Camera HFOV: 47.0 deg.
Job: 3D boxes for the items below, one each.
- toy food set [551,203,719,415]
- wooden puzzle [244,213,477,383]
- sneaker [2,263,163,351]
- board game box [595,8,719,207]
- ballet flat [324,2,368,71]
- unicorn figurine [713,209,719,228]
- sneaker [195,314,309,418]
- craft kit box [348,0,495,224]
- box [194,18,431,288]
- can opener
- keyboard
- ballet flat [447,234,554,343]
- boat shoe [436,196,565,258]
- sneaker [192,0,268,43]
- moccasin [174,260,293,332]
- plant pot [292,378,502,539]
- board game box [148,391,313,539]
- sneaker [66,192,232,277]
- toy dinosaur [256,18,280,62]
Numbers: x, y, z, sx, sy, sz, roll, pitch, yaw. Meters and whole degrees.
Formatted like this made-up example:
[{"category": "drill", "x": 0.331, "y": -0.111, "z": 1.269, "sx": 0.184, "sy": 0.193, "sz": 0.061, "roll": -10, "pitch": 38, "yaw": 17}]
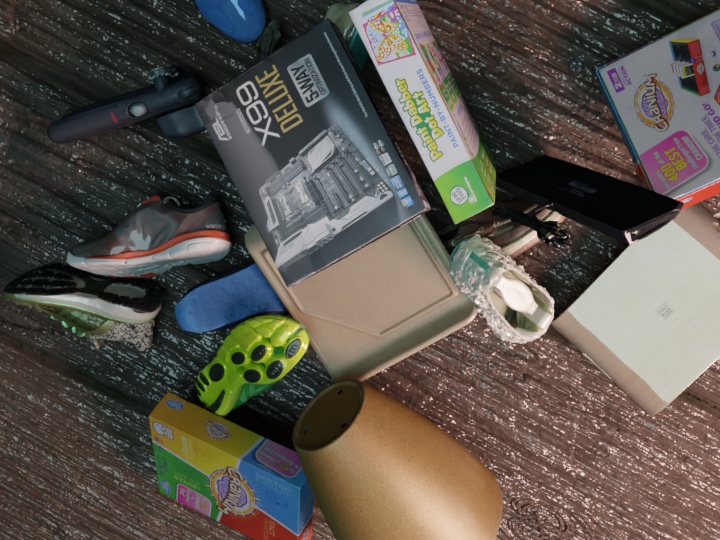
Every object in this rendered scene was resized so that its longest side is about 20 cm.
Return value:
[{"category": "toy food set", "x": 0.318, "y": 0.036, "z": 0.871, "sx": 0.143, "sy": 0.060, "sz": 0.201, "roll": 43, "pitch": 108, "yaw": 7}, {"category": "wooden puzzle", "x": 0.000, "y": 0.000, "z": 0.863, "sx": 0.183, "sy": 0.037, "sz": 0.202, "roll": -30, "pitch": 96, "yaw": 19}, {"category": "sneaker", "x": -0.329, "y": 0.054, "z": 0.976, "sx": 0.196, "sy": 0.077, "sz": 0.090, "roll": 11, "pitch": 117, "yaw": 9}, {"category": "board game box", "x": 0.340, "y": -0.161, "z": 0.764, "sx": 0.197, "sy": 0.040, "sz": 0.155, "roll": -24, "pitch": 70, "yaw": 16}, {"category": "ballet flat", "x": -0.040, "y": -0.181, "z": 0.863, "sx": 0.068, "sy": 0.070, "sz": 0.203, "roll": 23, "pitch": 107, "yaw": 2}, {"category": "unicorn figurine", "x": 0.394, "y": -0.099, "z": 0.798, "sx": 0.137, "sy": 0.074, "sz": 0.201, "roll": -37, "pitch": 92, "yaw": 7}, {"category": "sneaker", "x": -0.116, "y": 0.096, "z": 0.923, "sx": 0.199, "sy": 0.083, "sz": 0.075, "roll": -37, "pitch": 86, "yaw": 44}, {"category": "craft kit box", "x": 0.067, "y": -0.161, "z": 0.773, "sx": 0.048, "sy": 0.200, "sz": 0.199, "roll": -28, "pitch": 100, "yaw": 17}, {"category": "box", "x": -0.046, "y": -0.110, "z": 0.797, "sx": 0.156, "sy": 0.050, "sz": 0.203, "roll": -27, "pitch": 89, "yaw": 12}, {"category": "can opener", "x": -0.252, "y": -0.171, "z": 0.895, "sx": 0.196, "sy": 0.063, "sz": 0.080, "roll": -10, "pitch": 106, "yaw": 12}, {"category": "keyboard", "x": 0.187, "y": -0.062, "z": 0.769, "sx": 0.125, "sy": 0.200, "sz": 0.021, "roll": -22, "pitch": 117, "yaw": -18}, {"category": "ballet flat", "x": 0.155, "y": 0.034, "z": 0.827, "sx": 0.071, "sy": 0.072, "sz": 0.199, "roll": -36, "pitch": 140, "yaw": 17}, {"category": "boat shoe", "x": 0.124, "y": -0.043, "z": 0.862, "sx": 0.201, "sy": 0.075, "sz": 0.075, "roll": -33, "pitch": 103, "yaw": 18}, {"category": "sneaker", "x": -0.169, "y": -0.315, "z": 0.831, "sx": 0.065, "sy": 0.079, "sz": 0.202, "roll": -32, "pitch": 101, "yaw": 15}, {"category": "moccasin", "x": -0.109, "y": 0.014, "z": 0.921, "sx": 0.196, "sy": 0.068, "sz": 0.082, "roll": -11, "pitch": 92, "yaw": -11}, {"category": "plant pot", "x": 0.022, "y": 0.217, "z": 0.874, "sx": 0.185, "sy": 0.188, "sz": 0.201, "roll": -31, "pitch": 118, "yaw": 17}, {"category": "board game box", "x": -0.148, "y": 0.241, "z": 0.965, "sx": 0.197, "sy": 0.040, "sz": 0.155, "roll": 21, "pitch": 134, "yaw": 16}, {"category": "sneaker", "x": -0.239, "y": -0.043, "z": 0.941, "sx": 0.196, "sy": 0.077, "sz": 0.084, "roll": -9, "pitch": 78, "yaw": 10}, {"category": "toy dinosaur", "x": -0.101, "y": -0.154, "z": 0.863, "sx": 0.047, "sy": 0.088, "sz": 0.204, "roll": -8, "pitch": 89, "yaw": -32}]
